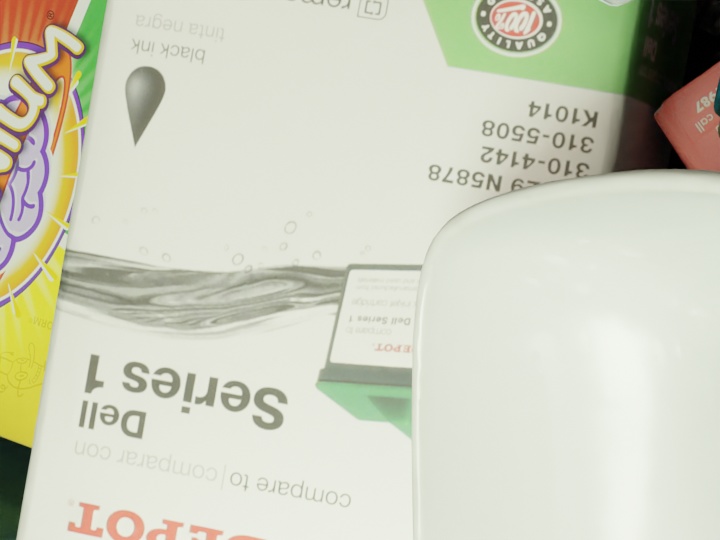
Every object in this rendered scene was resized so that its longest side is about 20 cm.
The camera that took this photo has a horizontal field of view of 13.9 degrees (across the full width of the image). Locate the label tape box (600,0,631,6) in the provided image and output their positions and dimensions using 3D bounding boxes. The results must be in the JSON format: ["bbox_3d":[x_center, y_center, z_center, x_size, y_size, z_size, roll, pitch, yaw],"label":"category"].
[{"bbox_3d":[0.087,-0.138,0.702,0.066,0.143,0.200,44,136,-19],"label":"label tape box"}]

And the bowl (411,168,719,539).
[{"bbox_3d":[0.088,0.077,0.649,0.200,0.075,0.200,0,94,63],"label":"bowl"}]

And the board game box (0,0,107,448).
[{"bbox_3d":[-0.095,-0.025,0.908,0.200,0.040,0.153,16,97,29],"label":"board game box"}]

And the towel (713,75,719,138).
[{"bbox_3d":[0.179,-0.107,0.734,0.147,0.022,0.200,13,72,13],"label":"towel"}]

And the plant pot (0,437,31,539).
[{"bbox_3d":[-0.163,0.125,0.890,0.141,0.200,0.141,16,97,29],"label":"plant pot"}]

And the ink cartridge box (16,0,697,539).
[{"bbox_3d":[0.000,0.000,0.787,0.146,0.084,0.200,9,90,14],"label":"ink cartridge box"}]

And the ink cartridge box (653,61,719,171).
[{"bbox_3d":[0.180,0.011,0.749,0.116,0.067,0.200,-35,70,6],"label":"ink cartridge box"}]
